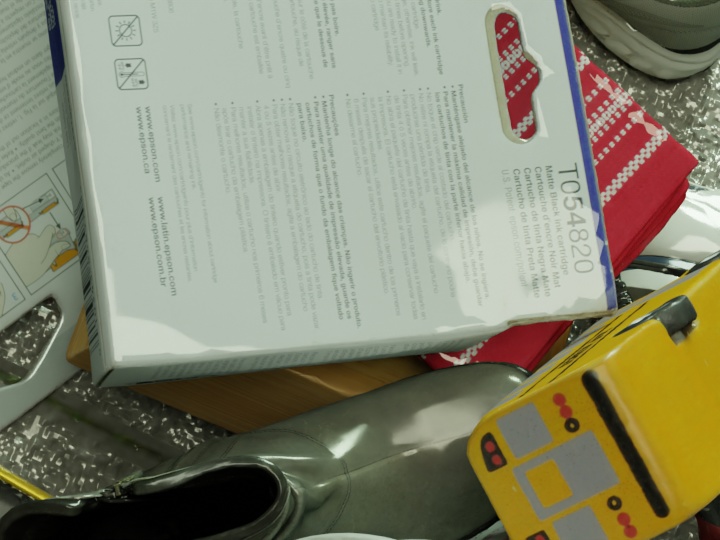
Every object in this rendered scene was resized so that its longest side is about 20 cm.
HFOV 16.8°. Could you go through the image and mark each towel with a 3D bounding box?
[{"bbox_3d":[0.024,-0.056,0.966,0.200,0.022,0.145,43,69,-2],"label":"towel"}]

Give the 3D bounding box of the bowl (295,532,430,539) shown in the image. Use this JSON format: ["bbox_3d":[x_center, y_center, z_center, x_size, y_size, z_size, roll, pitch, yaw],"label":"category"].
[{"bbox_3d":[0.037,0.177,0.861,0.090,0.201,0.201,-21,76,-50],"label":"bowl"}]

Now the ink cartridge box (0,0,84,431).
[{"bbox_3d":[-0.183,-0.018,0.998,0.200,0.044,0.174,-37,108,-21],"label":"ink cartridge box"}]

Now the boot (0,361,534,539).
[{"bbox_3d":[-0.024,0.083,0.876,0.199,0.131,0.068,-18,83,2],"label":"boot"}]

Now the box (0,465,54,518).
[{"bbox_3d":[-0.136,0.195,0.937,0.159,0.049,0.200,31,69,-3],"label":"box"}]

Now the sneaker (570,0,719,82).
[{"bbox_3d":[0.087,-0.163,1.081,0.200,0.079,0.074,30,71,0],"label":"sneaker"}]

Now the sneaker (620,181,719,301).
[{"bbox_3d":[0.204,0.002,1.061,0.199,0.076,0.081,15,61,-9],"label":"sneaker"}]

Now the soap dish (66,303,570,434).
[{"bbox_3d":[0.000,0.000,0.999,0.199,0.081,0.158,23,70,-12],"label":"soap dish"}]

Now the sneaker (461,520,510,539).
[{"bbox_3d":[0.088,0.176,0.958,0.200,0.088,0.081,48,69,-14],"label":"sneaker"}]

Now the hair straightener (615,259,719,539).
[{"bbox_3d":[0.164,0.079,1.020,0.077,0.041,0.200,-31,95,-20],"label":"hair straightener"}]

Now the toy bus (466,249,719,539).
[{"bbox_3d":[0.112,0.046,0.904,0.078,0.200,0.065,-30,90,24],"label":"toy bus"}]

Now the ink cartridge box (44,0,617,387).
[{"bbox_3d":[-0.015,-0.064,0.924,0.199,0.041,0.200,-5,78,-17],"label":"ink cartridge box"}]
